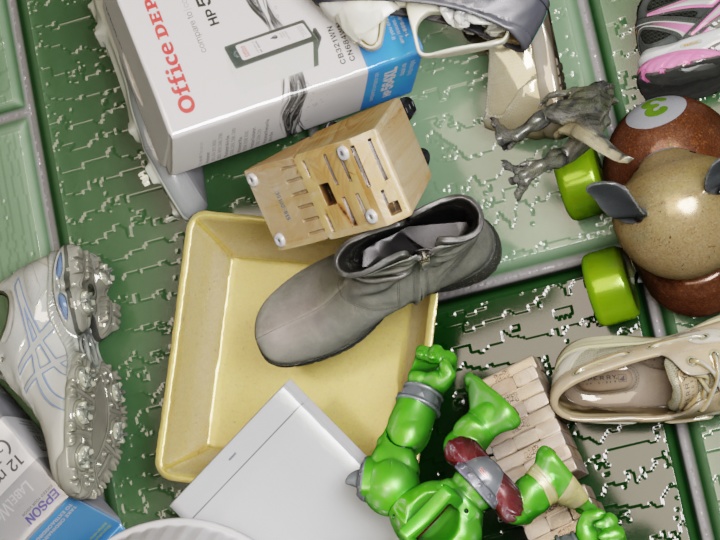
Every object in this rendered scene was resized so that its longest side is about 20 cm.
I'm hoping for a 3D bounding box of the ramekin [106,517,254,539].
[{"bbox_3d":[-0.129,0.274,1.479,0.200,0.094,0.204,0,85,3],"label":"ramekin"}]

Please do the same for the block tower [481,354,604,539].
[{"bbox_3d":[0.139,0.163,1.514,0.058,0.054,0.201,-26,76,10],"label":"block tower"}]

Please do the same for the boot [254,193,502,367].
[{"bbox_3d":[0.000,0.000,1.485,0.199,0.131,0.068,-25,76,10],"label":"boot"}]

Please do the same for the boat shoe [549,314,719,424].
[{"bbox_3d":[0.229,0.075,1.485,0.198,0.065,0.073,-6,110,15],"label":"boat shoe"}]

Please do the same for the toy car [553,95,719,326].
[{"bbox_3d":[0.213,-0.055,1.451,0.163,0.200,0.159,-17,78,11],"label":"toy car"}]

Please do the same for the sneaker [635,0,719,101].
[{"bbox_3d":[0.286,-0.189,1.519,0.198,0.080,0.087,-12,68,7],"label":"sneaker"}]

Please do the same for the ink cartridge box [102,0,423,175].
[{"bbox_3d":[-0.074,-0.177,1.573,0.199,0.084,0.147,-20,77,-12],"label":"ink cartridge box"}]

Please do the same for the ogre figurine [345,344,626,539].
[{"bbox_3d":[0.075,0.151,1.453,0.120,0.098,0.200,-40,85,-10],"label":"ogre figurine"}]

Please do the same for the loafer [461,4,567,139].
[{"bbox_3d":[0.105,-0.190,1.564,0.068,0.076,0.202,-11,80,7],"label":"loafer"}]

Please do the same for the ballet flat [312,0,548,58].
[{"bbox_3d":[0.032,-0.185,1.504,0.198,0.073,0.074,7,83,4],"label":"ballet flat"}]

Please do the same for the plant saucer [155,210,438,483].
[{"bbox_3d":[-0.040,0.066,1.578,0.198,0.048,0.202,5,83,15],"label":"plant saucer"}]

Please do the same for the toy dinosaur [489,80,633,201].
[{"bbox_3d":[0.136,-0.092,1.452,0.088,0.200,0.048,-23,105,11],"label":"toy dinosaur"}]

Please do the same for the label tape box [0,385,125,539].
[{"bbox_3d":[-0.276,0.195,1.612,0.143,0.066,0.200,-46,72,4],"label":"label tape box"}]

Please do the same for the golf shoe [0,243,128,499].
[{"bbox_3d":[-0.231,0.083,1.611,0.097,0.078,0.201,-15,61,19],"label":"golf shoe"}]

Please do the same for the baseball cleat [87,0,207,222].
[{"bbox_3d":[-0.136,-0.141,1.625,0.106,0.070,0.201,-24,80,4],"label":"baseball cleat"}]

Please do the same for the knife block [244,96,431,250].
[{"bbox_3d":[0.017,-0.082,1.509,0.175,0.199,0.064,-31,100,-33],"label":"knife block"}]

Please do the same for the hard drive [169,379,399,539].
[{"bbox_3d":[-0.024,0.194,1.528,0.200,0.027,0.132,45,110,2],"label":"hard drive"}]
